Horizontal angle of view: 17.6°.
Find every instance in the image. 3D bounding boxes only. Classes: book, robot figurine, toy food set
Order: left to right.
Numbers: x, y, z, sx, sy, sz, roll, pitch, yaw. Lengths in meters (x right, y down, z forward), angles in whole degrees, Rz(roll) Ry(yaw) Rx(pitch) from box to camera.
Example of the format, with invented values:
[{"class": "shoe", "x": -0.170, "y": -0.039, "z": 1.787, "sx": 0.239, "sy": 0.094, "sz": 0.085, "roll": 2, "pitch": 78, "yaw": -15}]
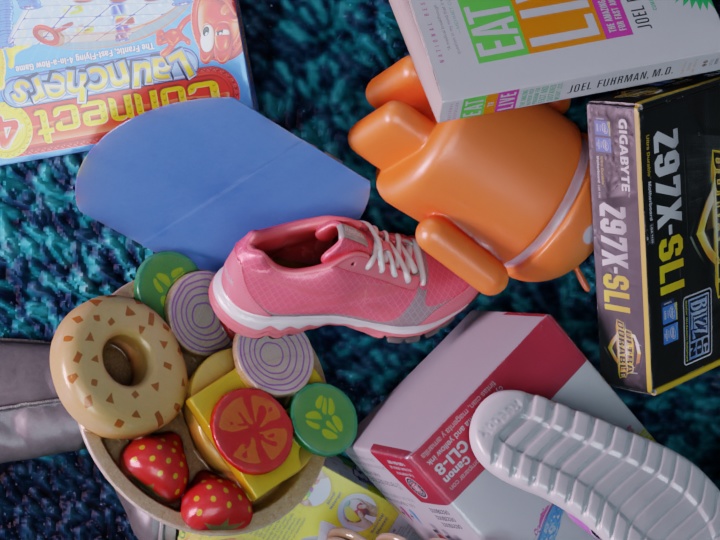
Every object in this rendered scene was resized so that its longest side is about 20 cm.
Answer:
[{"class": "toy food set", "x": -0.104, "y": 0.082, "z": 1.593, "sx": 0.198, "sy": 0.049, "sz": 0.200, "roll": -33, "pitch": 86, "yaw": -35}, {"class": "robot figurine", "x": 0.092, "y": -0.069, "z": 1.580, "sx": 0.200, "sy": 0.144, "sz": 0.117, "roll": 32, "pitch": 113, "yaw": -18}, {"class": "book", "x": 0.128, "y": -0.174, "z": 1.540, "sx": 0.199, "sy": 0.048, "sz": 0.134, "roll": -12, "pitch": 62, "yaw": -12}]

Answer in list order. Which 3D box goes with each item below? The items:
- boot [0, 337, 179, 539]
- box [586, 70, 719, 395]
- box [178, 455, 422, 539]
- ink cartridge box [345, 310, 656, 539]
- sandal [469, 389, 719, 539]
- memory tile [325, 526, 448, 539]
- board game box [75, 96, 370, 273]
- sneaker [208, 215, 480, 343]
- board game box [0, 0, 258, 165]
[{"class": "boot", "x": -0.228, "y": 0.123, "z": 1.622, "sx": 0.199, "sy": 0.073, "sz": 0.182, "roll": -6, "pitch": 69, "yaw": -8}, {"class": "box", "x": 0.224, "y": -0.033, "z": 1.587, "sx": 0.159, "sy": 0.049, "sz": 0.201, "roll": -18, "pitch": 110, "yaw": -43}, {"class": "box", "x": -0.042, "y": 0.188, "z": 1.682, "sx": 0.200, "sy": 0.048, "sz": 0.118, "roll": 30, "pitch": 102, "yaw": -12}, {"class": "ink cartridge box", "x": 0.117, "y": 0.148, "z": 1.608, "sx": 0.145, "sy": 0.145, "sz": 0.200, "roll": -45, "pitch": 103, "yaw": -15}, {"class": "sandal", "x": 0.162, "y": 0.142, "z": 1.517, "sx": 0.202, "sy": 0.050, "sz": 0.083, "roll": 34, "pitch": 70, "yaw": 2}, {"class": "memory tile", "x": 0.069, "y": 0.240, "z": 1.593, "sx": 0.017, "sy": 0.200, "sz": 0.154, "roll": -49, "pitch": 119, "yaw": -31}, {"class": "board game box", "x": -0.096, "y": -0.066, "z": 1.583, "sx": 0.158, "sy": 0.039, "sz": 0.200, "roll": -31, "pitch": 137, "yaw": 32}, {"class": "sneaker", "x": 0.000, "y": 0.000, "z": 1.589, "sx": 0.199, "sy": 0.074, "sz": 0.087, "roll": -5, "pitch": 147, "yaw": -18}, {"class": "board game box", "x": -0.182, "y": -0.183, "z": 1.570, "sx": 0.199, "sy": 0.056, "sz": 0.197, "roll": -10, "pitch": 105, "yaw": 0}]
